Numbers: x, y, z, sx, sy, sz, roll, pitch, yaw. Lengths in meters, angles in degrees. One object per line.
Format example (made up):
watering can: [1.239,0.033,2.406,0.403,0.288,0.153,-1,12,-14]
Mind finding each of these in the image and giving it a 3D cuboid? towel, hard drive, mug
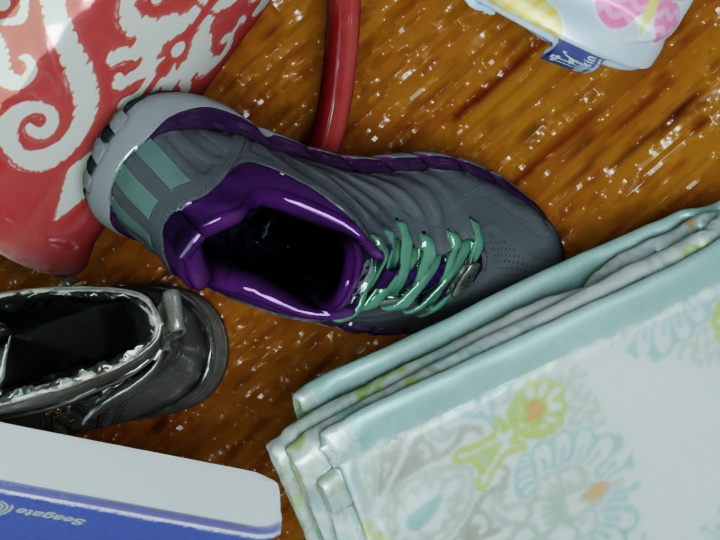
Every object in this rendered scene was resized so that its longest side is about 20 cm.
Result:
towel: [0.079,0.087,1.029,0.199,0.048,0.172,-24,113,-13]
hard drive: [-0.137,0.111,1.029,0.131,0.026,0.200,14,148,-32]
mug: [-0.077,-0.110,1.025,0.200,0.177,0.134,-50,49,11]

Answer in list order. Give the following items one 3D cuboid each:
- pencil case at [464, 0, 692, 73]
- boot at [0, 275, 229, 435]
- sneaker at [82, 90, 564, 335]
pencil case: [0.101,-0.171,0.988,0.090,0.083,0.201,22,105,-17]
boot: [-0.143,0.037,1.019,0.199,0.174,0.070,-17,85,8]
sneaker: [0.000,0.000,0.996,0.199,0.088,0.075,12,113,-34]
